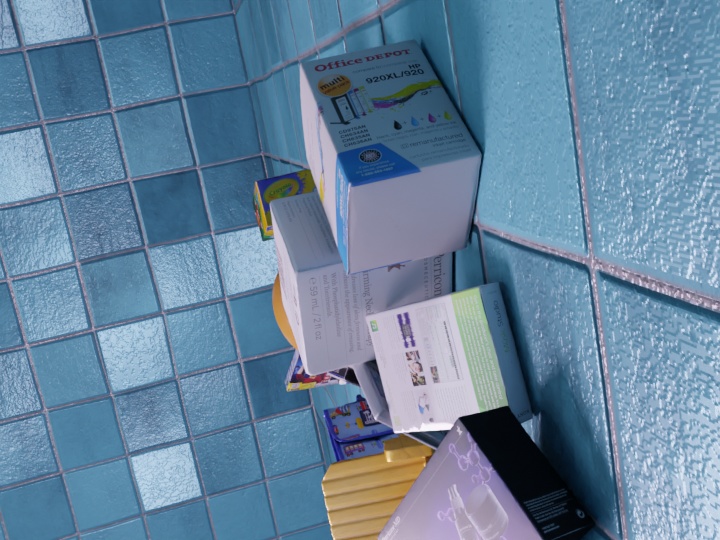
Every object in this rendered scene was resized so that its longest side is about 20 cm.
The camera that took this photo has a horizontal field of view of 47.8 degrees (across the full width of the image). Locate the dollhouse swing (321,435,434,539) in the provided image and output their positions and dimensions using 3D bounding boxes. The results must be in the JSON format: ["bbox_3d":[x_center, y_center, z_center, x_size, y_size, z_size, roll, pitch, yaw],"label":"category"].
[{"bbox_3d":[0.036,0.347,1.121,0.182,0.173,0.204,67,-170,-85],"label":"dollhouse swing"}]

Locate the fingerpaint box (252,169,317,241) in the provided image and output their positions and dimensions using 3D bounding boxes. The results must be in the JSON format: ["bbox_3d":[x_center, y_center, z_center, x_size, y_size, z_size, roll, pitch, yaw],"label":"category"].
[{"bbox_3d":[-0.061,-0.109,1.248,0.167,0.197,0.075,149,106,-78],"label":"fingerpaint box"}]

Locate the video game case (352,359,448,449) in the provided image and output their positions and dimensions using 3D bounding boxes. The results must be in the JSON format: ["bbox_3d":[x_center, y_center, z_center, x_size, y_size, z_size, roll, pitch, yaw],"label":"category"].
[{"bbox_3d":[0.060,0.158,1.090,0.181,0.022,0.201,32,-163,-32],"label":"video game case"}]

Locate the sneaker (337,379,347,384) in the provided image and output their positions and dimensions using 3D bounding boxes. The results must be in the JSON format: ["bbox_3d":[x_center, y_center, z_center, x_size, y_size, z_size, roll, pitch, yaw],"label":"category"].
[{"bbox_3d":[0.017,0.119,1.458,0.079,0.088,0.202,-107,28,-53],"label":"sneaker"}]

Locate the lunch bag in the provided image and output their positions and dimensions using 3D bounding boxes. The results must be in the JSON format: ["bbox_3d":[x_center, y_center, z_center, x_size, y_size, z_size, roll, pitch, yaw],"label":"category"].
[{"bbox_3d":[0.028,0.294,1.384,0.201,0.148,0.095,-114,16,-46],"label":"lunch bag"}]

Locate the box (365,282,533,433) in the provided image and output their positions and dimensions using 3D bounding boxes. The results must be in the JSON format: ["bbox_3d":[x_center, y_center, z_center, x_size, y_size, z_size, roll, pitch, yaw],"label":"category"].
[{"bbox_3d":[0.092,0.102,0.898,0.199,0.036,0.147,-17,86,53],"label":"box"}]

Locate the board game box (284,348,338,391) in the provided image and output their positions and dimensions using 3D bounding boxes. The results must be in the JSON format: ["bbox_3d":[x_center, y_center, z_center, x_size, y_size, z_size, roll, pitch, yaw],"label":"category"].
[{"bbox_3d":[-0.039,0.144,1.569,0.201,0.197,0.062,112,145,-47],"label":"board game box"}]

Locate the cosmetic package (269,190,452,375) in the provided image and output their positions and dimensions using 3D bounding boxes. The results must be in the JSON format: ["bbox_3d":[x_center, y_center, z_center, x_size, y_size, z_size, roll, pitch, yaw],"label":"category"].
[{"bbox_3d":[0.000,0.000,1.048,0.167,0.197,0.169,-117,18,-51],"label":"cosmetic package"}]

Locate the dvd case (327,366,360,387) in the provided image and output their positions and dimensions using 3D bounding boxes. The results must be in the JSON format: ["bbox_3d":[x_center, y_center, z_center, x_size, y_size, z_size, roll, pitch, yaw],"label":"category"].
[{"bbox_3d":[0.029,0.185,1.297,0.200,0.148,0.025,163,128,-80],"label":"dvd case"}]

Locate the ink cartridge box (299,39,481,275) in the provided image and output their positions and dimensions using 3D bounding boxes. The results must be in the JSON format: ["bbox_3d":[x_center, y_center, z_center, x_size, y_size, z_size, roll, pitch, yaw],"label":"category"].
[{"bbox_3d":[0.026,-0.129,0.904,0.146,0.145,0.202,90,163,-51],"label":"ink cartridge box"}]

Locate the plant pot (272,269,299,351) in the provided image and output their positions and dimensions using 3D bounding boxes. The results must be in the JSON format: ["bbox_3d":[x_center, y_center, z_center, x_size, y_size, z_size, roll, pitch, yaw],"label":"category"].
[{"bbox_3d":[-0.018,0.031,1.268,0.183,0.197,0.204,-29,74,63],"label":"plant pot"}]

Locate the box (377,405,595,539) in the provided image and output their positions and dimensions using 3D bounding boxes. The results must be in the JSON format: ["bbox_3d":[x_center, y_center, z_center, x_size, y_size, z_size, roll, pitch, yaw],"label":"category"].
[{"bbox_3d":[0.114,0.257,0.804,0.142,0.078,0.202,55,133,37],"label":"box"}]
